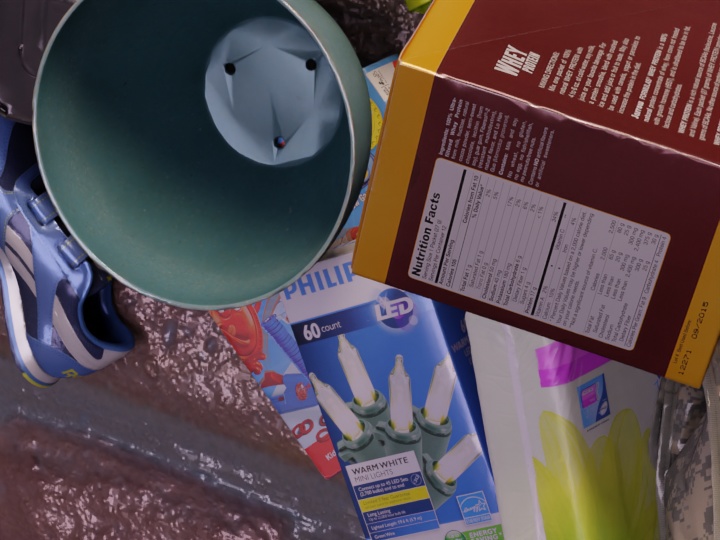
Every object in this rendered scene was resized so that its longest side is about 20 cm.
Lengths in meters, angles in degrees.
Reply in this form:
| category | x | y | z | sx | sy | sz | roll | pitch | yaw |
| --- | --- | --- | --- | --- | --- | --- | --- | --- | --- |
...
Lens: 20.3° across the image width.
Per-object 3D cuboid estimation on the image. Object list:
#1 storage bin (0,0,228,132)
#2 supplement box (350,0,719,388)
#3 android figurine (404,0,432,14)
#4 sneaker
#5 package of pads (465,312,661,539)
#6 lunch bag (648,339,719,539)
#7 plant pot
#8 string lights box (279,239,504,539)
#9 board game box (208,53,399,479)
| category | x | y | z | sx | sy | sz | roll | pitch | yaw |
| --- | --- | --- | --- | --- | --- | --- | --- | --- | --- |
| storage bin | -0.158 | -0.192 | 1.294 | 0.134 | 0.094 | 0.202 | 15 | 111 | 21 |
| supplement box | 0.123 | -0.071 | 1.107 | 0.198 | 0.198 | 0.134 | 18 | 125 | 7 |
| android figurine | 0.088 | -0.223 | 1.199 | 0.181 | 0.041 | 0.201 | -23 | 95 | 29 |
| sneaker | -0.209 | -0.020 | 1.382 | 0.082 | 0.074 | 0.202 | -7 | 109 | 25 |
| package of pads | 0.141 | 0.094 | 1.202 | 0.068 | 0.154 | 0.202 | -2 | 102 | 38 |
| lunch bag | 0.255 | 0.132 | 1.146 | 0.162 | 0.118 | 0.202 | 1 | 79 | -11 |
| plant pot | -0.075 | -0.093 | 1.191 | 0.198 | 0.135 | 0.202 | 6 | 109 | 18 |
| string lights box | 0.032 | 0.077 | 1.237 | 0.102 | 0.059 | 0.202 | -16 | 97 | 29 |
| board game box | 0.000 | 0.000 | 1.295 | 0.200 | 0.056 | 0.196 | -37 | 88 | 29 |
